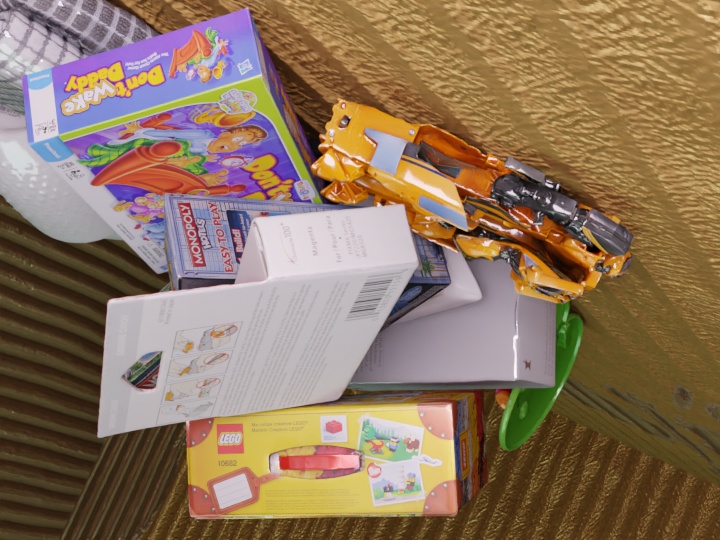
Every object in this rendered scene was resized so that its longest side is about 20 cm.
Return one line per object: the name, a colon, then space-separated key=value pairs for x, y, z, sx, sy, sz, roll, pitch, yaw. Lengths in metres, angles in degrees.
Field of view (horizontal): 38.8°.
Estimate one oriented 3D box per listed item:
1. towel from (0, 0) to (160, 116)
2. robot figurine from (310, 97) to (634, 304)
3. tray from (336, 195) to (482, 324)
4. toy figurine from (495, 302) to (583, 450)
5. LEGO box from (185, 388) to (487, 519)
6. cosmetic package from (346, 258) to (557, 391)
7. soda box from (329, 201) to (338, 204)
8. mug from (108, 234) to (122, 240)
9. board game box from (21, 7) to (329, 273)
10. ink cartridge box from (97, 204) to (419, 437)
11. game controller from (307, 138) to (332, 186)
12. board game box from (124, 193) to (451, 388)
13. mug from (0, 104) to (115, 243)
towel: x=-0.202 y=-0.147 z=0.724 sx=0.164 sy=0.087 sz=0.199 roll=28 pitch=173 yaw=-37
robot figurine: x=0.070 y=-0.036 z=0.626 sx=0.198 sy=0.059 sz=0.145 roll=26 pitch=175 yaw=6
tray: x=0.000 y=0.000 z=0.810 sx=0.199 sy=0.022 sz=0.108 roll=-20 pitch=103 yaw=49
toy figurine: x=0.109 y=0.057 z=1.025 sx=0.183 sy=0.151 sz=0.201 roll=30 pitch=155 yaw=26
LEGO box: x=-0.011 y=0.136 z=0.775 sx=0.196 sy=0.079 sz=0.149 roll=-4 pitch=176 yaw=15
cosmetic package: x=0.065 y=0.049 z=0.865 sx=0.198 sy=0.104 sz=0.074 roll=-5 pitch=168 yaw=38
soda box: x=0.004 y=-0.031 z=0.946 sx=0.070 sy=0.064 sz=0.200 roll=22 pitch=174 yaw=16
mug: x=-0.236 y=-0.109 z=1.108 sx=0.151 sy=0.188 sz=0.151 roll=14 pitch=137 yaw=19
board game box: x=-0.102 y=-0.069 z=0.636 sx=0.132 sy=0.045 sz=0.200 roll=-15 pitch=158 yaw=5
ink cartridge box: x=-0.073 y=0.036 z=0.622 sx=0.171 sy=0.044 sz=0.201 roll=-6 pitch=153 yaw=-19
game controller: x=-0.104 y=-0.066 z=0.785 sx=0.196 sy=0.043 sz=0.104 roll=-7 pitch=179 yaw=11
board game box: x=-0.076 y=0.017 z=0.702 sx=0.198 sy=0.063 sz=0.199 roll=12 pitch=143 yaw=-44
mug: x=-0.260 y=-0.113 z=0.934 sx=0.198 sy=0.149 sz=0.176 roll=29 pitch=167 yaw=14
